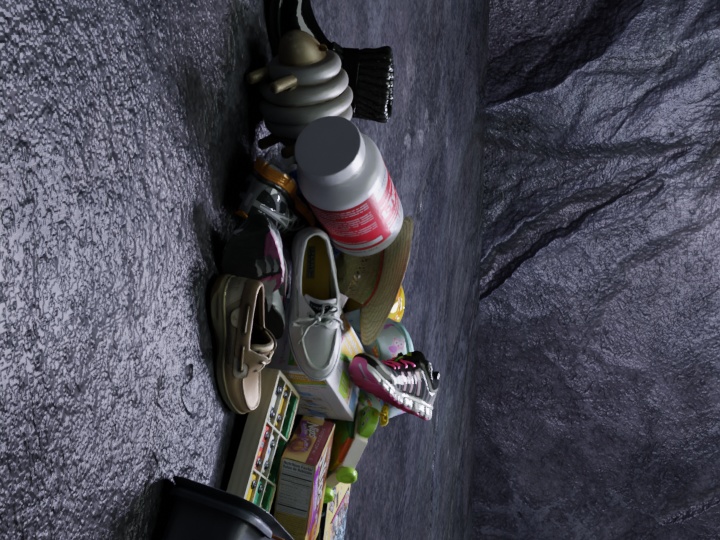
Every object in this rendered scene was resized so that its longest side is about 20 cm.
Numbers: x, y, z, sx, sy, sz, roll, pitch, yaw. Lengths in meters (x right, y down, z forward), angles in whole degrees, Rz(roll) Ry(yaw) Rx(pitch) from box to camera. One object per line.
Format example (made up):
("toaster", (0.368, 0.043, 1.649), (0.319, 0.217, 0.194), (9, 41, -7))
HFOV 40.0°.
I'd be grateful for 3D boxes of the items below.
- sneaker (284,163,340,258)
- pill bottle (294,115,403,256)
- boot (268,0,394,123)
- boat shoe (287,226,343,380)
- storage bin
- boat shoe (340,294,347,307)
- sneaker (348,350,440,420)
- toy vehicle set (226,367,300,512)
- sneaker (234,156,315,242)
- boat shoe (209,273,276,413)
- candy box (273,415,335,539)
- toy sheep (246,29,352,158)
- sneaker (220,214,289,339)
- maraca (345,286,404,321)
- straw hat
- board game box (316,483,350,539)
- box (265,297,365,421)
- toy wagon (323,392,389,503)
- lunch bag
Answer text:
("sneaker", (-0.066, -0.055, 1.424), (0.090, 0.078, 0.201), (-95, 168, -46))
("pill bottle", (-0.016, -0.108, 1.270), (0.200, 0.111, 0.113), (60, 37, -62))
("boot", (-0.033, -0.302, 1.350), (0.080, 0.156, 0.213), (-69, 157, -47))
("boat shoe", (-0.054, 0.046, 1.279), (0.086, 0.074, 0.205), (-153, -117, -79))
("storage bin", (-0.156, 0.345, 1.131), (0.201, 0.144, 0.135), (68, 40, -58))
("boat shoe", (-0.048, 0.018, 1.594), (0.201, 0.063, 0.074), (-53, 157, -53))
("sneaker", (0.056, 0.152, 1.475), (0.200, 0.073, 0.088), (36, 73, -44))
("toy vehicle set", (-0.132, 0.245, 1.333), (0.124, 0.026, 0.202), (65, 37, -66))
("sneaker", (-0.117, -0.076, 1.286), (0.078, 0.078, 0.200), (-56, 161, -10))
("boat shoe", (-0.141, 0.099, 1.229), (0.071, 0.064, 0.202), (-65, 156, -52))
("candy box", (-0.087, 0.328, 1.440), (0.117, 0.056, 0.202), (-60, 162, -65))
("toy sheep", (-0.073, -0.216, 1.293), (0.138, 0.136, 0.202), (-65, 157, -52))
("sneaker", (-0.128, -0.006, 1.256), (0.201, 0.079, 0.087), (96, 2, -50))
("maraca", (0.026, 0.065, 1.770), (0.200, 0.106, 0.139), (87, 8, -65))
("straw hat", (0.000, 0.000, 1.387), (0.201, 0.084, 0.203), (-160, -90, -80))
("board game box", (-0.053, 0.398, 1.689), (0.135, 0.034, 0.202), (43, 53, -71))
("box", (-0.066, 0.131, 1.444), (0.200, 0.100, 0.114), (65, 34, -61))
("toy wagon", (-0.023, 0.261, 1.538), (0.200, 0.039, 0.156), (-48, -155, 40))
("lunch bag", (0.020, 0.153, 1.620), (0.200, 0.076, 0.162), (17, -59, 63))
